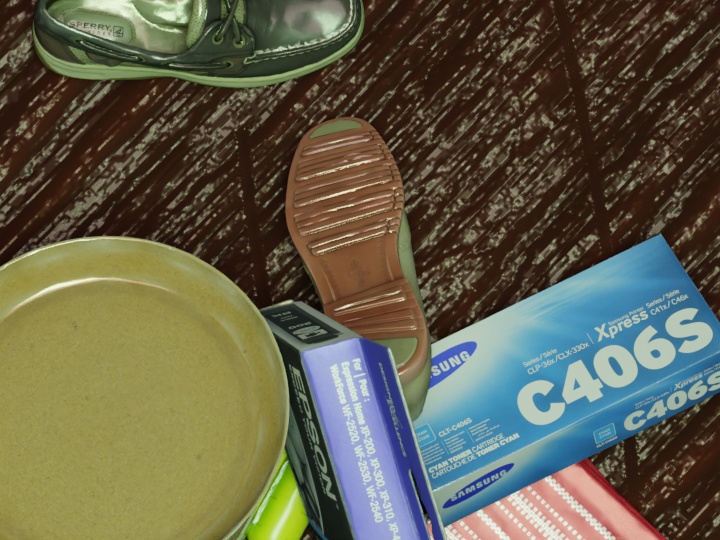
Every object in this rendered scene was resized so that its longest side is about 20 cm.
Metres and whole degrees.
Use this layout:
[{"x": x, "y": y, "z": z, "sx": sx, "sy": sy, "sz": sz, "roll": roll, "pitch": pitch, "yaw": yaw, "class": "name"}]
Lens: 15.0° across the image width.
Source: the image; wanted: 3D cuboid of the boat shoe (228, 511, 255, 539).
[{"x": -0.106, "y": 0.149, "z": 1.546, "sx": 0.072, "sy": 0.076, "sz": 0.200, "roll": 26, "pitch": 80, "yaw": 1, "class": "boat shoe"}]

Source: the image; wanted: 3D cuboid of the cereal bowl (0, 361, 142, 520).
[{"x": -0.196, "y": 0.100, "z": 1.534, "sx": 0.200, "sy": 0.083, "sz": 0.200, "roll": -16, "pitch": 55, "yaw": 25, "class": "cereal bowl"}]

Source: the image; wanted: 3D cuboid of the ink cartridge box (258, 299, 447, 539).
[{"x": 0.002, "y": 0.123, "z": 1.489, "sx": 0.043, "sy": 0.200, "sz": 0.198, "roll": -19, "pitch": 101, "yaw": -12, "class": "ink cartridge box"}]

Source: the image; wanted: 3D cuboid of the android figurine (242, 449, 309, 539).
[{"x": -0.109, "y": 0.105, "z": 1.611, "sx": 0.182, "sy": 0.041, "sz": 0.200, "roll": 27, "pitch": 82, "yaw": 1, "class": "android figurine"}]

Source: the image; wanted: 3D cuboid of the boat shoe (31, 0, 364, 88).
[{"x": -0.096, "y": -0.149, "z": 1.631, "sx": 0.200, "sy": 0.066, "sz": 0.072, "roll": -2, "pitch": 82, "yaw": -3, "class": "boat shoe"}]

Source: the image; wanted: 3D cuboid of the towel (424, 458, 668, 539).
[{"x": 0.085, "y": 0.199, "z": 1.618, "sx": 0.145, "sy": 0.022, "sz": 0.200, "roll": 43, "pitch": 83, "yaw": 3, "class": "towel"}]

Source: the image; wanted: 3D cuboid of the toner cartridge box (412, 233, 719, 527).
[{"x": 0.112, "y": 0.064, "z": 1.606, "sx": 0.200, "sy": 0.043, "sz": 0.095, "roll": -26, "pitch": 53, "yaw": -6, "class": "toner cartridge box"}]

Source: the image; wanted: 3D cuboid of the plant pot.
[{"x": -0.137, "y": 0.077, "z": 1.466, "sx": 0.200, "sy": 0.027, "sz": 0.200, "roll": 0, "pitch": 67, "yaw": -1, "class": "plant pot"}]

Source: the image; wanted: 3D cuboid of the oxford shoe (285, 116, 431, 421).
[{"x": 0.000, "y": 0.000, "z": 1.607, "sx": 0.071, "sy": 0.074, "sz": 0.200, "roll": -12, "pitch": 54, "yaw": 5, "class": "oxford shoe"}]
